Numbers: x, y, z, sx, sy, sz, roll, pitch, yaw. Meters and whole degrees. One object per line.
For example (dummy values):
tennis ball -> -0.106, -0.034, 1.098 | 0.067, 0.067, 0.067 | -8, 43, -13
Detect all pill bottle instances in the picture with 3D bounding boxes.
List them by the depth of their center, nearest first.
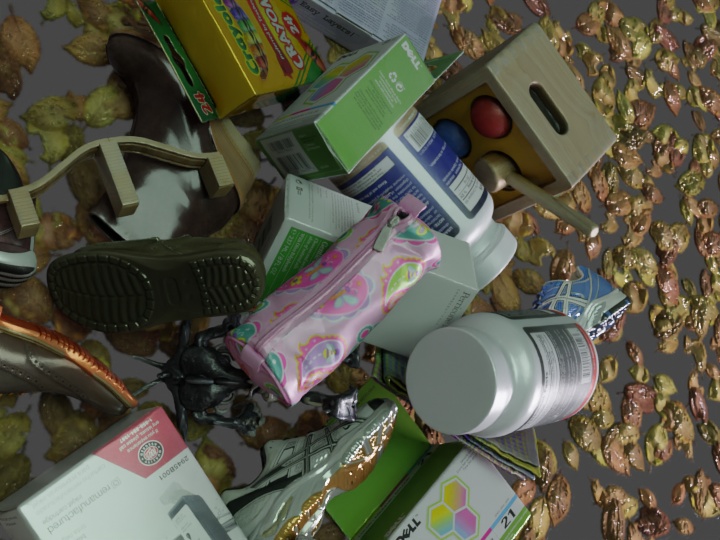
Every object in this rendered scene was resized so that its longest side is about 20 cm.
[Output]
pill bottle -> 0.136, 0.096, 0.954 | 0.200, 0.116, 0.116 | 1, 75, -53
pill bottle -> 0.066, -0.072, 1.049 | 0.200, 0.116, 0.116 | 47, 58, -12

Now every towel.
towel -> 0.101, 0.122, 1.025 | 0.200, 0.023, 0.144 | 35, 26, -11

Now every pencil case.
pencil case -> -0.019, 0.021, 0.845 | 0.200, 0.087, 0.088 | -42, 100, -16

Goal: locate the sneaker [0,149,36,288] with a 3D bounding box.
sneaker -> -0.357, -0.064, 0.818 | 0.199, 0.076, 0.116 | 20, 61, -37

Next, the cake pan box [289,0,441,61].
cake pan box -> 0.002, -0.338, 1.124 | 0.199, 0.052, 0.185 | 26, 62, -24

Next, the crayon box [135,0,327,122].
crayon box -> -0.115, -0.218, 0.965 | 0.127, 0.051, 0.200 | 61, 28, -4

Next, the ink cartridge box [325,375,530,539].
ink cartridge box -> 0.050, 0.215, 0.983 | 0.148, 0.076, 0.200 | -43, 102, -33

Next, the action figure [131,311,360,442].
action figure -> -0.101, 0.096, 0.911 | 0.199, 0.102, 0.120 | 3, 88, -1

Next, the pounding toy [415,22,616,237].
pounding toy -> 0.170, -0.131, 1.089 | 0.142, 0.184, 0.200 | -43, 100, -33

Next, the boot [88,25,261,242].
boot -> -0.194, -0.109, 0.923 | 0.200, 0.072, 0.167 | 47, 56, -16

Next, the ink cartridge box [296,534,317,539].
ink cartridge box -> -0.022, 0.345, 0.848 | 0.145, 0.087, 0.201 | 42, 66, -51

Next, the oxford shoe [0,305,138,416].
oxford shoe -> -0.281, 0.078, 0.832 | 0.200, 0.071, 0.073 | 32, 82, -16

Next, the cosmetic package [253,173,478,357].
cosmetic package -> 0.000, 0.000, 0.965 | 0.199, 0.108, 0.085 | 20, 32, -15

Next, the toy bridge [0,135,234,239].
toy bridge -> -0.211, -0.080, 0.864 | 0.199, 0.027, 0.067 | -15, 75, -32

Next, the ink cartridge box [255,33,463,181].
ink cartridge box -> 0.000, -0.171, 0.975 | 0.200, 0.104, 0.059 | -49, 115, -28

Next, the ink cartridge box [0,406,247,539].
ink cartridge box -> -0.180, 0.236, 0.830 | 0.145, 0.085, 0.200 | -36, 98, -34

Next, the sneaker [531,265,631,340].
sneaker -> 0.216, 0.062, 1.144 | 0.200, 0.076, 0.077 | -27, 66, -32

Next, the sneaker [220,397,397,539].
sneaker -> -0.046, 0.171, 0.918 | 0.087, 0.076, 0.200 | 29, 48, 26

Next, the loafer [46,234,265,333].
loafer -> -0.172, 0.009, 0.869 | 0.067, 0.199, 0.076 | -56, 145, -70
